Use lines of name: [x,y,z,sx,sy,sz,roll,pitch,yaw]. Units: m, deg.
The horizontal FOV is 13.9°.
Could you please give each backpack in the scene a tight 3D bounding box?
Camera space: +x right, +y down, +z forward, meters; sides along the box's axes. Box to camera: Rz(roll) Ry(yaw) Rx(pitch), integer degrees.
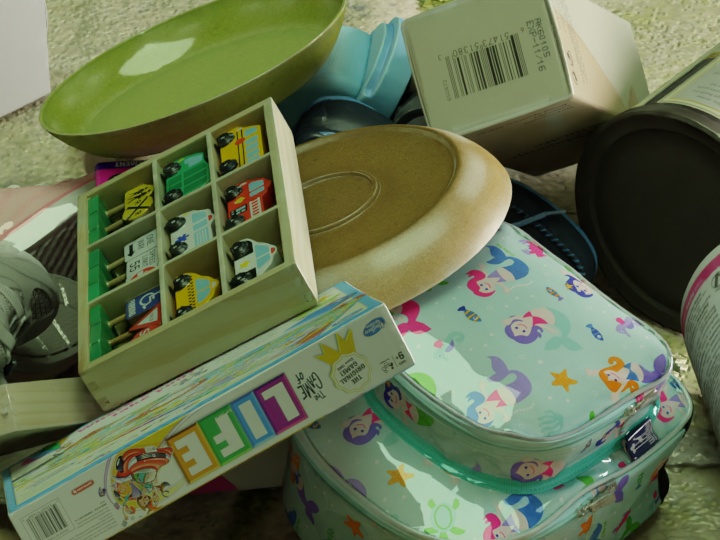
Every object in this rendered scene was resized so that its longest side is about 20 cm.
backpack: [0.060,0.085,1.549,0.177,0.151,0.200,39,57,25]

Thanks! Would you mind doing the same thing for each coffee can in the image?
coffee can: [0.244,-0.069,1.772,0.146,0.147,0.200,24,41,31]

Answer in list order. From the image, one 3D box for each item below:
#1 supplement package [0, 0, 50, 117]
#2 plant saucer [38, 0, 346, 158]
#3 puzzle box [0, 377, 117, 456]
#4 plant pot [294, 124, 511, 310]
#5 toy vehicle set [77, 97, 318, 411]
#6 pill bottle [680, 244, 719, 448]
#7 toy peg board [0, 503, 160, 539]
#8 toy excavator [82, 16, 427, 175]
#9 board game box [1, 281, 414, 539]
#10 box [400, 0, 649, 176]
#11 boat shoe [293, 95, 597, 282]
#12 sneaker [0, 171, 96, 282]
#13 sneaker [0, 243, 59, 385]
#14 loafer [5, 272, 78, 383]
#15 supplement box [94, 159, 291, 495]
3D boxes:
supplement package: [-0.314,-0.149,1.910,0.119,0.122,0.199,28,43,35]
plant saucer: [-0.096,-0.116,1.768,0.199,0.031,0.200,-20,20,8]
puzzle box: [-0.228,0.090,1.518,0.199,0.026,0.133,-16,-5,23]
plant pot: [-0.018,-0.027,1.581,0.199,0.028,0.200,-17,27,9]
toy vehicle set: [-0.089,-0.012,1.541,0.124,0.027,0.200,-27,27,8]
pill bottle: [0.246,0.072,1.596,0.112,0.114,0.200,-4,35,-5]
toy peg board: [-0.190,0.177,1.447,0.199,0.099,0.199,11,3,18]
toy excavator: [-0.050,-0.094,1.835,0.199,0.195,0.100,27,34,-10]
board game box: [-0.077,0.072,1.420,0.199,0.034,0.134,-29,8,-5]
box: [0.105,-0.114,1.767,0.094,0.078,0.200,-18,-10,19]
boat shoe: [0.043,-0.027,1.746,0.199,0.085,0.069,25,23,3]
sneaker: [-0.205,-0.030,1.776,0.200,0.076,0.105,-28,48,-29]
sneaker: [-0.212,0.042,1.557,0.082,0.075,0.200,40,23,14]
loafer: [-0.231,0.052,1.667,0.199,0.063,0.072,-19,64,-49]
supplement box: [-0.094,0.028,1.670,0.100,0.104,0.201,-5,36,-5]
